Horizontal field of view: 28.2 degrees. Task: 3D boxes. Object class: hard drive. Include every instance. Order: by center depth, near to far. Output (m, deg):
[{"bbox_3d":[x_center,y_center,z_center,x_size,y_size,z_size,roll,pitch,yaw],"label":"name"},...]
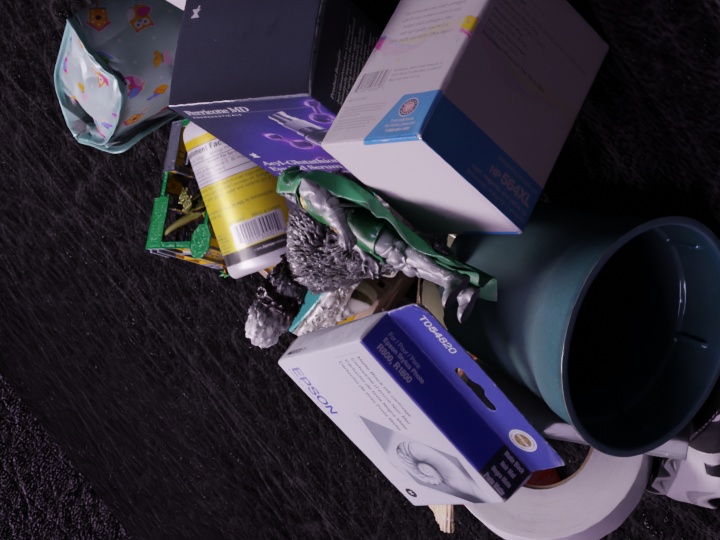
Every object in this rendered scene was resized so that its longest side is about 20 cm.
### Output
[{"bbox_3d":[0.197,0.112,1.290,0.198,0.132,0.027,8,117,12],"label":"hard drive"}]

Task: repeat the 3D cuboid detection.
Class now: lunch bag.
[{"bbox_3d":[-0.220,-0.213,1.479,0.122,0.170,0.200,50,155,7],"label":"lunch bag"}]

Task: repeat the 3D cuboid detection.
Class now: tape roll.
[{"bbox_3d":[0.179,0.164,1.381,0.201,0.203,0.071,32,173,25],"label":"tape roll"}]

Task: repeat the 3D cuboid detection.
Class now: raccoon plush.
[{"bbox_3d":[0.000,0.008,1.257,0.134,0.096,0.202,36,111,31],"label":"raccoon plush"}]

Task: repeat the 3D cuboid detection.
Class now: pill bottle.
[{"bbox_3d":[-0.106,-0.104,1.398,0.114,0.113,0.202,-16,93,61],"label":"pill bottle"}]

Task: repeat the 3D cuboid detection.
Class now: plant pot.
[{"bbox_3d":[0.181,0.031,1.229,0.195,0.200,0.201,23,147,52],"label":"plant pot"}]

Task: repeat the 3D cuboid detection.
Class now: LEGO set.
[{"bbox_3d":[-0.142,-0.081,1.558,0.115,0.202,0.153,16,160,-39],"label":"LEGO set"}]

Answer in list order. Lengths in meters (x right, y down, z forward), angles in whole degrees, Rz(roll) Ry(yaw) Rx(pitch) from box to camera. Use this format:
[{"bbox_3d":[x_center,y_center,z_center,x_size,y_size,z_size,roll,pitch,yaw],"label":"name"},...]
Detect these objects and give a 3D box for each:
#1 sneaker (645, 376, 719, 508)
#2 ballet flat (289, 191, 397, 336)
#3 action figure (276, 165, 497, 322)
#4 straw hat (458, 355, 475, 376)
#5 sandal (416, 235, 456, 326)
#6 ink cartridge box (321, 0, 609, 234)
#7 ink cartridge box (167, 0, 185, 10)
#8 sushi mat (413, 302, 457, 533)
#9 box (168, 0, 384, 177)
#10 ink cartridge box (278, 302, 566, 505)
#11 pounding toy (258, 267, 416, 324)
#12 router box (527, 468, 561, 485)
[{"bbox_3d":[0.333,0.160,1.322,0.088,0.075,0.201,23,150,8],"label":"sneaker"},{"bbox_3d":[0.000,0.000,1.403,0.072,0.072,0.201,39,116,12],"label":"ballet flat"},{"bbox_3d":[0.009,-0.030,1.148,0.199,0.055,0.118,34,175,28],"label":"action figure"},{"bbox_3d":[0.088,0.125,1.576,0.202,0.200,0.085,54,-163,-17],"label":"straw hat"},{"bbox_3d":[0.083,0.026,1.421,0.079,0.057,0.202,29,149,19],"label":"sandal"},{"bbox_3d":[0.088,-0.145,1.112,0.125,0.201,0.128,39,160,-30],"label":"ink cartridge box"},{"bbox_3d":[-0.082,-0.251,1.345,0.147,0.077,0.199,20,178,41],"label":"ink cartridge box"},{"bbox_3d":[0.069,0.139,1.357,0.096,0.012,0.202,-128,33,-60],"label":"sushi mat"},{"bbox_3d":[-0.048,-0.158,1.246,0.147,0.106,0.200,-1,163,32],"label":"box"},{"bbox_3d":[0.048,0.122,1.231,0.200,0.041,0.199,47,149,-15],"label":"ink cartridge box"},{"bbox_3d":[-0.030,0.010,1.548,0.184,0.142,0.200,42,154,7],"label":"pounding toy"},{"bbox_3d":[0.138,0.213,1.694,0.199,0.049,0.181,13,139,48],"label":"router box"}]
